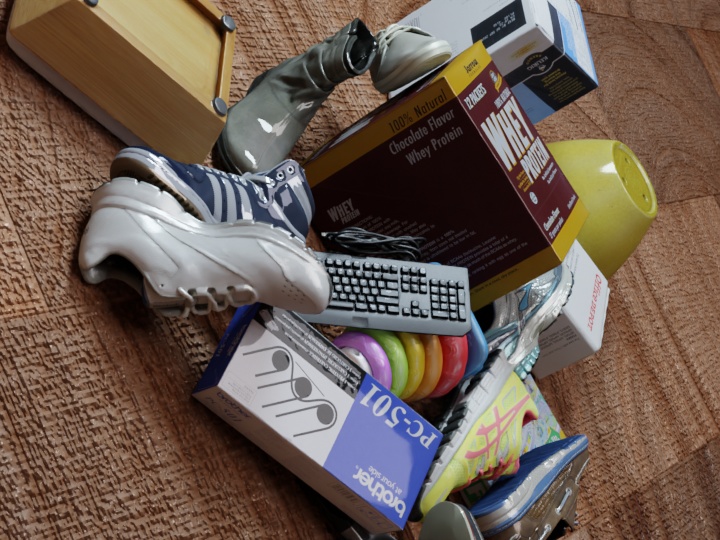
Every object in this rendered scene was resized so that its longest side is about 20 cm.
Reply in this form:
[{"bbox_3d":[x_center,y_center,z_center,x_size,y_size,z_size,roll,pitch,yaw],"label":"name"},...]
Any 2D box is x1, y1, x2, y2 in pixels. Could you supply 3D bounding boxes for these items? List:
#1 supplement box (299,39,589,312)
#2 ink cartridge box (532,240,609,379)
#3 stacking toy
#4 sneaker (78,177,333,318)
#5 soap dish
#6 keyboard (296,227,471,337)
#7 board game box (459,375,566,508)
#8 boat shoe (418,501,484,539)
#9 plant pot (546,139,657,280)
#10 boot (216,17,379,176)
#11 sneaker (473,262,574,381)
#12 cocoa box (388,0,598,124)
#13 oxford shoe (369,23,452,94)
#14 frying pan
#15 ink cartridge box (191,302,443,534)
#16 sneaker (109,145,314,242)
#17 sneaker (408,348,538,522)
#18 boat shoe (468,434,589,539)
[{"bbox_3d":[0.075,-0.071,1.432,0.201,0.196,0.133,56,29,-8],"label":"supplement box"},{"bbox_3d":[0.183,-0.004,1.666,0.200,0.083,0.145,50,30,-17],"label":"ink cartridge box"},{"bbox_3d":[0.010,0.079,1.317,0.199,0.116,0.111,-21,80,-50],"label":"stacking toy"},{"bbox_3d":[-0.119,0.003,1.134,0.198,0.075,0.088,16,54,3],"label":"sneaker"},{"bbox_3d":[-0.187,-0.193,1.236,0.200,0.081,0.158,39,36,-33],"label":"soap dish"},{"bbox_3d":[0.000,0.000,1.300,0.198,0.040,0.105,6,49,-11],"label":"keyboard"},{"bbox_3d":[0.145,0.176,1.499,0.135,0.034,0.200,60,29,-2],"label":"board game box"},{"bbox_3d":[0.099,0.294,1.273,0.062,0.071,0.202,-1,74,-44],"label":"boat shoe"},{"bbox_3d":[0.271,-0.078,1.812,0.200,0.141,0.201,38,37,-35],"label":"plant pot"},{"bbox_3d":[-0.054,-0.160,1.371,0.068,0.130,0.201,48,31,-21],"label":"boot"},{"bbox_3d":[0.148,0.036,1.499,0.086,0.078,0.201,40,44,-9],"label":"sneaker"},{"bbox_3d":[0.143,-0.234,1.681,0.131,0.199,0.134,33,38,-41],"label":"cocoa box"},{"bbox_3d":[0.038,-0.206,1.437,0.200,0.075,0.058,-146,-149,-80],"label":"oxford shoe"},{"bbox_3d":[0.007,0.227,1.243,0.115,0.031,0.192,1,67,-59],"label":"frying pan"},{"bbox_3d":[-0.030,0.116,1.202,0.200,0.044,0.095,40,57,-21],"label":"ink cartridge box"},{"bbox_3d":[-0.113,-0.064,1.221,0.200,0.070,0.109,42,56,-35],"label":"sneaker"},{"bbox_3d":[0.105,0.161,1.357,0.090,0.078,0.200,48,52,-10],"label":"sneaker"},{"bbox_3d":[0.164,0.216,1.398,0.199,0.072,0.073,-29,95,-51],"label":"boat shoe"}]
